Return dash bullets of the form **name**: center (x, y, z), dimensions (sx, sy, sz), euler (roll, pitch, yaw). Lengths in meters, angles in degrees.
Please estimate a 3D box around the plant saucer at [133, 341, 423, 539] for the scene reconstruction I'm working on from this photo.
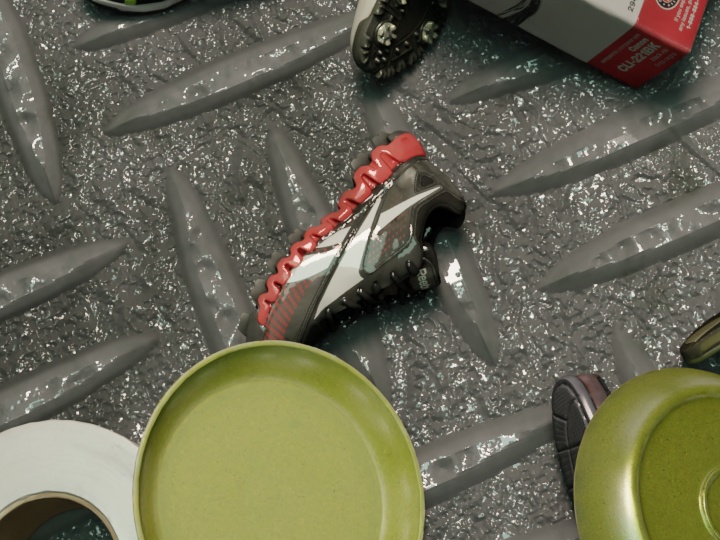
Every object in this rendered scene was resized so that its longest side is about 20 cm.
- **plant saucer**: center (-0.053, 0.147, 0.771), dimensions (0.198, 0.031, 0.203), euler (9, 68, -23)

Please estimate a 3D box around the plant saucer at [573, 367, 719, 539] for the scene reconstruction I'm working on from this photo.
- **plant saucer**: center (0.225, 0.150, 0.734), dimensions (0.198, 0.031, 0.202), euler (10, 62, -18)

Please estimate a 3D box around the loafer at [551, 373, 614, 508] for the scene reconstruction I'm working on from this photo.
- **loafer**: center (0.180, 0.160, 0.773), dimensions (0.062, 0.072, 0.202), euler (-13, 77, -17)

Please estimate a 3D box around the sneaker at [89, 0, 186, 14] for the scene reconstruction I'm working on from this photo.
- **sneaker**: center (-0.130, -0.256, 0.924), dimensions (0.197, 0.083, 0.073), euler (-9, 72, 5)

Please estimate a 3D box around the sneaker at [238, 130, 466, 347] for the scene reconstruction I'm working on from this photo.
- **sneaker**: center (0.000, 0.000, 0.835), dimensions (0.098, 0.071, 0.201), euler (37, 79, 18)

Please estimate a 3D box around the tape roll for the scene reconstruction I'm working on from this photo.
- **tape roll**: center (-0.198, 0.206, 0.798), dimensions (0.200, 0.071, 0.205), euler (-2, 73, 6)

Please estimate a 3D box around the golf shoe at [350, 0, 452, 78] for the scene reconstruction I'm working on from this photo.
- **golf shoe**: center (0.029, -0.237, 0.914), dimensions (0.087, 0.077, 0.202), euler (13, 72, 32)

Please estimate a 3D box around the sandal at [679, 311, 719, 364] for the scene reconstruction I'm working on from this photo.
- **sandal**: center (0.310, 0.034, 0.785), dimensions (0.198, 0.080, 0.058), euler (-13, 85, 3)

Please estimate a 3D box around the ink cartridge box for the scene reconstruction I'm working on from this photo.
- **ink cartridge box**: center (0.152, -0.245, 0.850), dimensions (0.198, 0.084, 0.146), euler (24, 76, -9)
